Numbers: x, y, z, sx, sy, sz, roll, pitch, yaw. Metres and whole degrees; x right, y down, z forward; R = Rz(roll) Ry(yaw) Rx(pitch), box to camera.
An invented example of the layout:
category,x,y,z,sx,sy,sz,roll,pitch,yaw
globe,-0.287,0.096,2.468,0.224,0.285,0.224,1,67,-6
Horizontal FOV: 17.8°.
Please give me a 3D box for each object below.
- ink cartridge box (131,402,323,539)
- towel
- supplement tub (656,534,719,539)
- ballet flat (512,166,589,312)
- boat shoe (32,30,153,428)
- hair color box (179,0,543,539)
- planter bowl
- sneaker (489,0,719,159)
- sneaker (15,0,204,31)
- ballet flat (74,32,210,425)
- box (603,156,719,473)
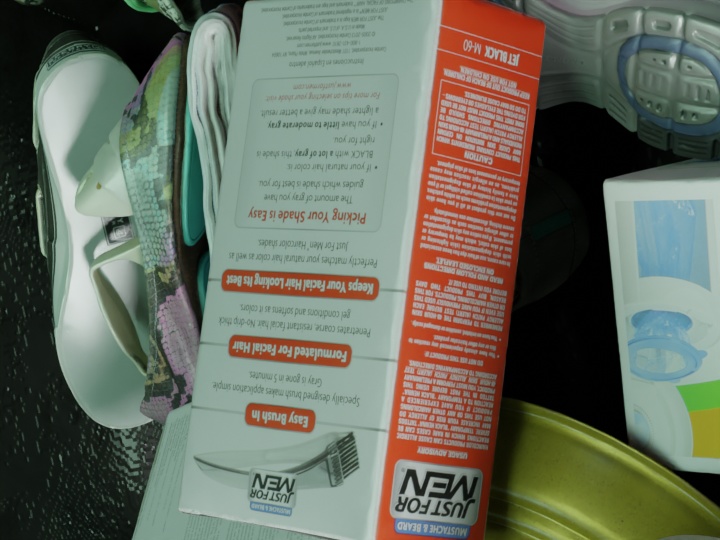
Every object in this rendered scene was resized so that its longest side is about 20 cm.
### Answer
category,x,y,z,sx,sy,sz,roll,pitch,yaw
ink cartridge box,-0.029,0.097,1.010,0.200,0.050,0.109,-24,45,50
towel,-0.054,-0.043,1.010,0.024,0.200,0.148,-5,98,0
supplement tub,0.112,0.208,0.786,0.144,0.144,0.200,36,109,33
ballet flat,0.015,0.010,1.015,0.200,0.064,0.068,-29,90,43
boat shoe,-0.126,-0.021,1.154,0.064,0.070,0.201,-128,32,-66
hair color box,0.000,0.000,0.871,0.111,0.064,0.201,3,83,47
planter bowl,0.078,0.147,0.905,0.200,0.084,0.201,30,153,17
sneaker,0.096,-0.101,0.902,0.200,0.087,0.075,24,134,35
sneaker,-0.105,-0.151,1.084,0.200,0.077,0.089,-22,75,45
ballet flat,-0.097,-0.013,1.100,0.071,0.069,0.201,-1,112,12
box,0.198,0.013,0.815,0.200,0.101,0.113,-1,99,44
